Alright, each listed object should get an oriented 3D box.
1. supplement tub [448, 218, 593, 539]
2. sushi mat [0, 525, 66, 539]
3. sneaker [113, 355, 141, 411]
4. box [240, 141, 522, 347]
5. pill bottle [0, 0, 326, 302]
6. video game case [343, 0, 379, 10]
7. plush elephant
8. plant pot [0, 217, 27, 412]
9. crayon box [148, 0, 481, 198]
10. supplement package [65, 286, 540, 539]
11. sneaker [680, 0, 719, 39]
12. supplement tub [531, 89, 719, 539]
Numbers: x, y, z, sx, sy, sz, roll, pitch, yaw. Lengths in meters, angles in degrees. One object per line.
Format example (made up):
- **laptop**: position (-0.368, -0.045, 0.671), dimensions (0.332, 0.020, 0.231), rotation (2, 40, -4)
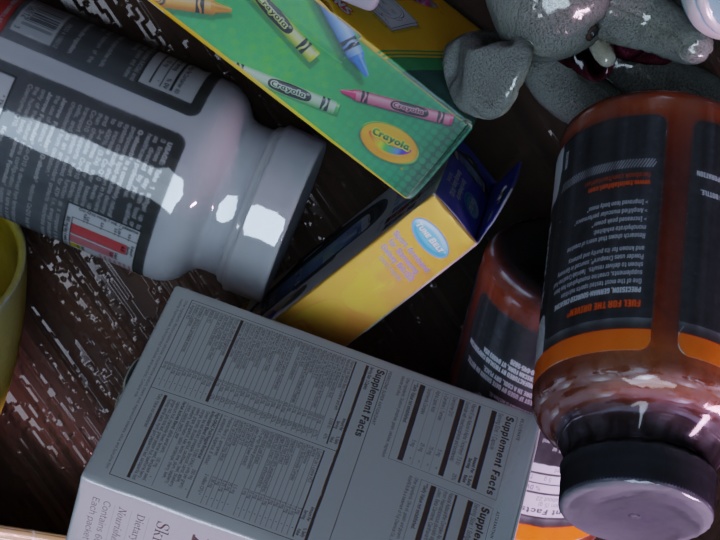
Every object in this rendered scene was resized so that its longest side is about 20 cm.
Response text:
- **supplement tub**: position (0.096, 0.080, 1.157), dimensions (0.106, 0.107, 0.201), rotation (16, 121, 3)
- **sushi mat**: position (-0.205, 0.185, 1.208), dimensions (0.199, 0.012, 0.096), rotation (14, 116, -33)
- **sneaker**: position (-0.055, 0.128, 1.216), dimensions (0.200, 0.074, 0.089), rotation (37, 143, 6)
- **box**: position (0.000, 0.000, 1.152), dimensions (0.200, 0.119, 0.042), rotation (-40, 98, 18)
- **pill bottle**: position (-0.127, -0.063, 1.150), dimensions (0.199, 0.116, 0.116), rotation (23, 110, 0)
- **video game case**: position (-0.065, -0.207, 1.057), dimensions (0.199, 0.183, 0.022), rotation (22, 121, 0)
- **plush elephant**: position (0.120, -0.140, 1.066), dimensions (0.199, 0.155, 0.165), rotation (20, 110, 1)
- **plant pot**: position (-0.276, 0.058, 1.185), dimensions (0.199, 0.200, 0.143), rotation (2, 124, 7)
- **crayon box**: position (-0.026, -0.136, 1.107), dimensions (0.200, 0.119, 0.058), rotation (37, 116, -6)
- **supplement package**: position (-0.035, 0.138, 1.058), dimensions (0.199, 0.151, 0.152), rotation (19, 128, 1)
- **sneaker**: position (0.251, -0.156, 1.005), dimensions (0.130, 0.199, 0.080), rotation (6, 112, 48)
- **supplement tub**: position (0.136, 0.023, 1.001), dimensions (0.106, 0.201, 0.107), rotation (7, 151, 4)
